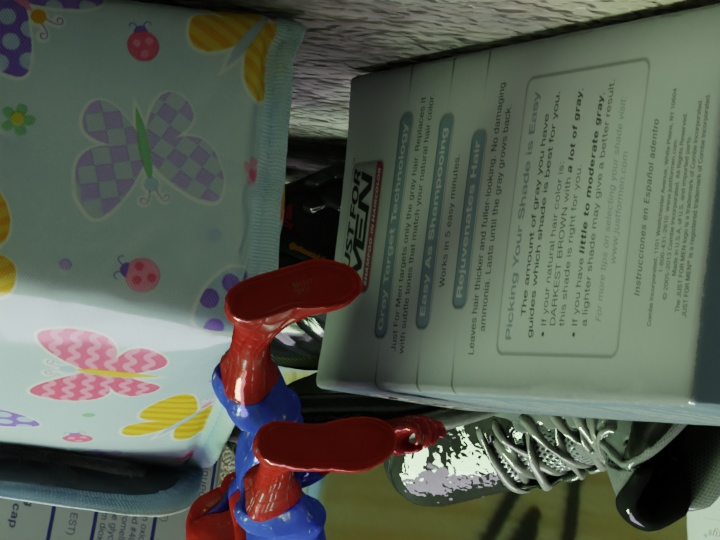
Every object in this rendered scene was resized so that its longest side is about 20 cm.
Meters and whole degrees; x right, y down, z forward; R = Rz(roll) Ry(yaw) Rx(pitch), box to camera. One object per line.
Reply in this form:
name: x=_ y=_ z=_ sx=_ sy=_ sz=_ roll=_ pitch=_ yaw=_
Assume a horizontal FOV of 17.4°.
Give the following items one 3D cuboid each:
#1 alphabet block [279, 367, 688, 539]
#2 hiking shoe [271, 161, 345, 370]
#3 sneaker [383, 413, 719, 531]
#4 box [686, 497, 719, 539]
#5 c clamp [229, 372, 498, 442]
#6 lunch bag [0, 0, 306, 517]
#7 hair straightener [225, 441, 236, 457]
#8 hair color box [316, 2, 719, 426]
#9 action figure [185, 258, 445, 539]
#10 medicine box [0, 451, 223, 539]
alphabet block: x=0.048 y=0.134 z=1.173 sx=0.199 sy=0.197 sz=0.195 roll=9 pitch=176 yaw=-14
hiking shoe: x=0.000 y=0.000 z=0.918 sx=0.199 sy=0.076 sz=0.101 roll=5 pitch=167 yaw=17
sneaker: x=0.089 y=0.071 z=0.988 sx=0.200 sy=0.116 sz=0.075 roll=-35 pitch=126 yaw=26
box: x=0.238 y=0.115 z=1.075 sx=0.152 sy=0.201 sz=0.106 roll=5 pitch=-166 yaw=36
c clamp: x=0.045 y=0.041 z=0.936 sx=0.170 sy=0.027 sz=0.200 roll=-25 pitch=-169 yaw=-39
lunch bag: x=-0.115 y=0.002 z=0.712 sx=0.169 sy=0.128 sz=0.200 roll=9 pitch=158 yaw=-11
hair straightener: x=-0.106 y=0.018 z=1.039 sx=0.200 sy=0.041 sz=0.077 roll=38 pitch=-175 yaw=22
hair color box: x=0.062 y=-0.010 z=0.659 sx=0.060 sy=0.100 sz=0.200 roll=10 pitch=174 yaw=-28
action figure: x=0.001 y=0.065 z=0.657 sx=0.098 sy=0.066 sz=0.200 roll=-5 pitch=155 yaw=-13
medicine box: x=-0.184 y=0.063 z=0.924 sx=0.182 sy=0.103 sz=0.200 roll=-2 pitch=165 yaw=42
